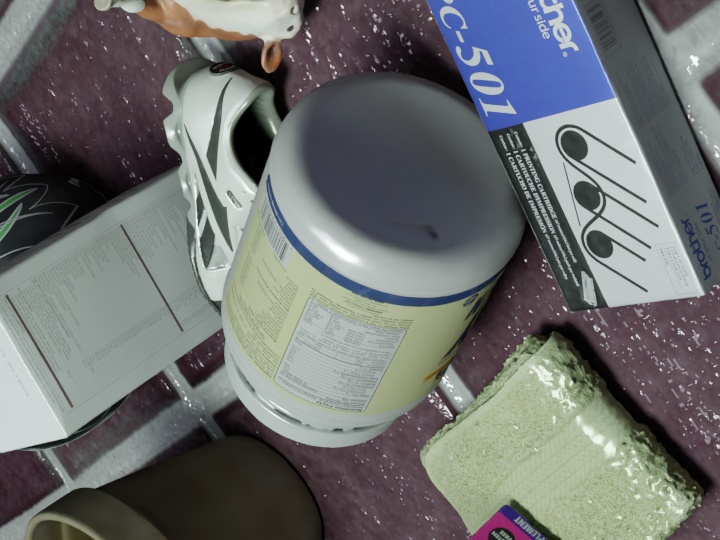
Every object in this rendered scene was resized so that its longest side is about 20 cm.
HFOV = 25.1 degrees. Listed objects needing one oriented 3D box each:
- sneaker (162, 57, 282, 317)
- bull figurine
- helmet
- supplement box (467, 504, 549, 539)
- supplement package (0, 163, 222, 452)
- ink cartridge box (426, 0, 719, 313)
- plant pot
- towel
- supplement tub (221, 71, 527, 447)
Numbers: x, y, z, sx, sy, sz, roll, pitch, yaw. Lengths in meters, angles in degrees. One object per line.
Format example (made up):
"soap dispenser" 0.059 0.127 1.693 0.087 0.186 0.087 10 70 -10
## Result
"sneaker" -0.065 -0.036 1.040 0.088 0.074 0.201 14 129 45
"bull figurine" -0.123 -0.182 0.960 0.200 0.121 0.065 34 105 38
"helmet" -0.263 0.028 1.241 0.200 0.200 0.191 32 156 29
"supplement box" 0.056 0.254 0.972 0.101 0.200 0.104 37 147 21
"supplement package" -0.175 0.021 1.105 0.109 0.200 0.114 -17 104 53
"ink cartridge box" 0.111 -0.079 0.823 0.094 0.044 0.201 -11 110 51
"plant pot" -0.128 0.222 1.241 0.200 0.173 0.201 29 137 31
"towel" 0.117 0.132 1.000 0.148 0.036 0.200 48 144 8
"supplement tub" 0.000 0.000 0.931 0.145 0.145 0.200 44 144 15
